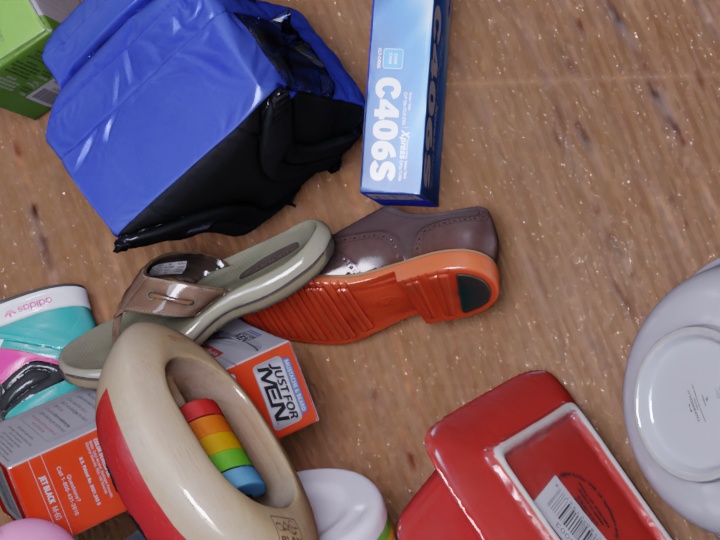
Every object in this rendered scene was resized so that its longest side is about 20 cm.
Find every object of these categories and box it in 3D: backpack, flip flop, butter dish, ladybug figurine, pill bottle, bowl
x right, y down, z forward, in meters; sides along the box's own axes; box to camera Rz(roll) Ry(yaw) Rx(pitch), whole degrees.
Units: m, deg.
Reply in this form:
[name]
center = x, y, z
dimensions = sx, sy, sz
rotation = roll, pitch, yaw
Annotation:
[backpack]
center = -0.094, -0.117, 1.372
dimensions = 0.162, 0.200, 0.168
rotation = -35, 75, 20
[flip flop]
center = -0.112, 0.013, 1.377
dimensions = 0.200, 0.081, 0.058
rotation = -28, 118, 4
[butter dish]
center = 0.099, 0.189, 1.352
dimensions = 0.148, 0.199, 0.200
rotation = -39, 81, 29
[ladybug figurine]
center = -0.098, 0.122, 1.252
dimensions = 0.072, 0.136, 0.200
rotation = -43, 59, 19
[pill bottle]
center = -0.016, 0.238, 1.353
dimensions = 0.111, 0.111, 0.200
rotation = -12, 116, 8
[bowl]
center = 0.235, 0.083, 1.314
dimensions = 0.201, 0.090, 0.202
rotation = 0, 90, 45

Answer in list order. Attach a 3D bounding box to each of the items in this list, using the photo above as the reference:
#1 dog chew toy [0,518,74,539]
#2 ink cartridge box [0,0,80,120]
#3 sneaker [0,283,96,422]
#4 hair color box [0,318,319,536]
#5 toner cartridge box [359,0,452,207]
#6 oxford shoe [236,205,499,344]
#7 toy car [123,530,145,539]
[dog chew toy]
center = -0.159, 0.224, 1.278
dimensions = 0.200, 0.125, 0.125
rotation = 40, 94, -22
[ink cartridge box]
center = -0.266, -0.213, 1.433
dimensions = 0.076, 0.148, 0.200
rotation = -34, 81, 7
[sneaker]
center = -0.265, 0.100, 1.451
dimensions = 0.200, 0.084, 0.121
rotation = -22, 74, 6
[hair color box]
center = -0.141, 0.103, 1.371
dimensions = 0.200, 0.111, 0.064
rotation = -25, 105, -17
[toner cartridge box]
center = 0.033, -0.146, 1.407
dimensions = 0.043, 0.095, 0.201
rotation = 4, 88, 8
[oxford shoe]
center = 0.000, 0.000, 1.429
dimensions = 0.200, 0.071, 0.073
rotation = -7, 52, 16
[toy car]
center = -0.219, 0.241, 1.390
dimensions = 0.200, 0.158, 0.165
rotation = -12, 65, 3
